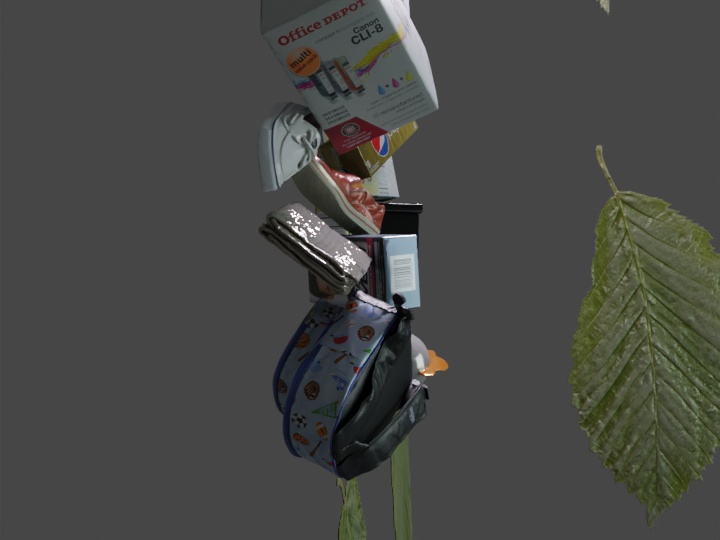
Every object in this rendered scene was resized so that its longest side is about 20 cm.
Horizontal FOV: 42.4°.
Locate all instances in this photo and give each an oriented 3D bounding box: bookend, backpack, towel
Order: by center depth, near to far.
[{"bbox_3d":[-0.019,0.139,1.101,0.201,0.153,0.191,76,34,-45],"label":"backpack"},{"bbox_3d":[-0.050,-0.032,1.136,0.035,0.132,0.200,-51,-178,11],"label":"towel"},{"bbox_3d":[0.032,-0.017,1.598,0.199,0.091,0.202,-163,-107,-74],"label":"bookend"}]

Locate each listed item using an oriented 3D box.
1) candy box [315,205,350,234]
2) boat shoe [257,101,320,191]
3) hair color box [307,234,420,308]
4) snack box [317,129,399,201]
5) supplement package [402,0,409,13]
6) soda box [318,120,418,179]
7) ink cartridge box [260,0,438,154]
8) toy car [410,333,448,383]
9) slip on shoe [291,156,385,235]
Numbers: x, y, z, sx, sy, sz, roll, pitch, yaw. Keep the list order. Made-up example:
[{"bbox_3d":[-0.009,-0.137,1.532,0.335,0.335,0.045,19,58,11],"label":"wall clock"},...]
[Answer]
[{"bbox_3d":[-0.039,-0.071,1.496,0.116,0.055,0.202,64,23,-71],"label":"candy box"},{"bbox_3d":[-0.081,-0.158,1.119,0.201,0.065,0.074,-83,169,-56],"label":"boat shoe"},{"bbox_3d":[0.000,0.000,1.305,0.199,0.060,0.100,3,-83,57],"label":"hair color box"},{"bbox_3d":[-0.012,-0.169,1.447,0.199,0.037,0.117,-3,81,-58],"label":"snack box"},{"bbox_3d":[0.014,-0.396,1.668,0.152,0.149,0.202,-70,157,-71],"label":"supplement package"},{"bbox_3d":[0.016,-0.202,1.406,0.068,0.064,0.200,63,33,-18],"label":"soda box"},{"bbox_3d":[-0.014,-0.280,1.133,0.200,0.144,0.145,54,21,-40],"label":"ink cartridge box"},{"bbox_3d":[0.034,0.151,1.422,0.177,0.198,0.186,-75,161,-68],"label":"toy car"},{"bbox_3d":[-0.030,-0.113,1.305,0.200,0.074,0.062,39,69,-44],"label":"slip on shoe"}]
